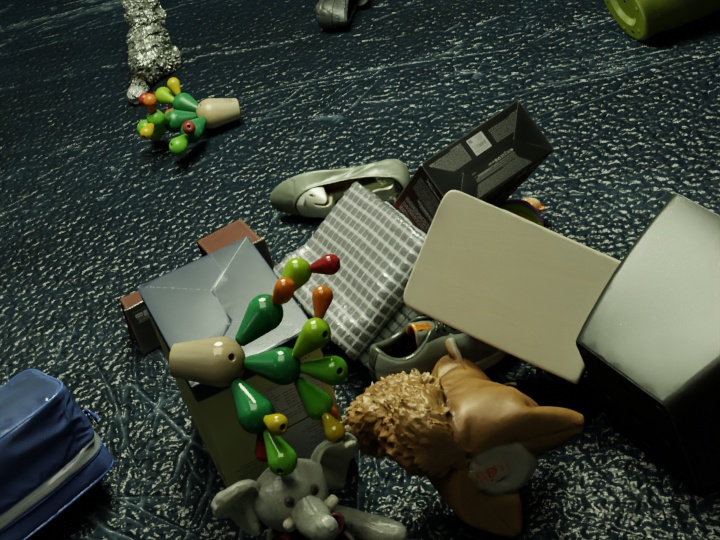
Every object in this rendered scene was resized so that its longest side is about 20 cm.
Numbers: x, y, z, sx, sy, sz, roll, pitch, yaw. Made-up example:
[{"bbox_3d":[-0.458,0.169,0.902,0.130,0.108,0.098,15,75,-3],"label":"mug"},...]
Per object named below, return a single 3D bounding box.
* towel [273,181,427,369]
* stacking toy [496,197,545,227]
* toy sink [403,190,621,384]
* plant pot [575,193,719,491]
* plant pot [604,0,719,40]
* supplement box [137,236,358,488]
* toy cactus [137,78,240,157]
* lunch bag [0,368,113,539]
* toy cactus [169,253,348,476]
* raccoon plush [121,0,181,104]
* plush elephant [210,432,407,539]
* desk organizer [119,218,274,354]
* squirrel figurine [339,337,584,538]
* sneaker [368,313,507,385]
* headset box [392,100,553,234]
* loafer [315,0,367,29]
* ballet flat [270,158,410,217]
[{"bbox_3d":[0.000,0.000,1.400,0.166,0.085,0.200,-53,41,3],"label":"towel"},{"bbox_3d":[0.186,-0.043,1.446,0.115,0.111,0.200,-1,27,25],"label":"stacking toy"},{"bbox_3d":[0.162,0.013,1.246,0.198,0.132,0.112,23,6,9],"label":"toy sink"},{"bbox_3d":[0.327,0.085,1.142,0.177,0.200,0.200,-39,40,-10],"label":"plant pot"},{"bbox_3d":[0.470,-0.452,1.805,0.192,0.201,0.201,-33,37,-2],"label":"plant pot"},{"bbox_3d":[-0.118,0.114,1.256,0.133,0.201,0.200,-24,36,-12],"label":"supplement box"},{"bbox_3d":[-0.276,-0.252,1.898,0.163,0.103,0.200,-12,26,-11],"label":"toy cactus"},{"bbox_3d":[-0.367,0.210,1.292,0.199,0.133,0.135,-37,25,-25],"label":"lunch bag"},{"bbox_3d":[-0.089,0.082,1.090,0.163,0.102,0.203,2,83,9],"label":"toy cactus"},{"bbox_3d":[-0.377,-0.401,2.096,0.096,0.135,0.201,-13,36,3],"label":"raccoon plush"},{"bbox_3d":[-0.044,0.241,1.096,0.164,0.156,0.200,-31,39,-19],"label":"plush elephant"},{"bbox_3d":[-0.214,0.017,1.535,0.199,0.072,0.077,-28,35,-16],"label":"desk organizer"},{"bbox_3d":[0.086,0.138,1.165,0.198,0.143,0.187,13,22,-19],"label":"squirrel figurine"},{"bbox_3d":[0.097,0.077,1.325,0.199,0.080,0.074,-27,36,-16],"label":"sneaker"},{"bbox_3d":[0.124,-0.101,1.427,0.148,0.200,0.078,-34,82,-19],"label":"headset box"},{"bbox_3d":[-0.014,-0.499,2.147,0.070,0.069,0.202,11,48,21],"label":"loafer"},{"bbox_3d":[-0.029,-0.104,1.627,0.197,0.068,0.064,-12,43,6],"label":"ballet flat"}]
